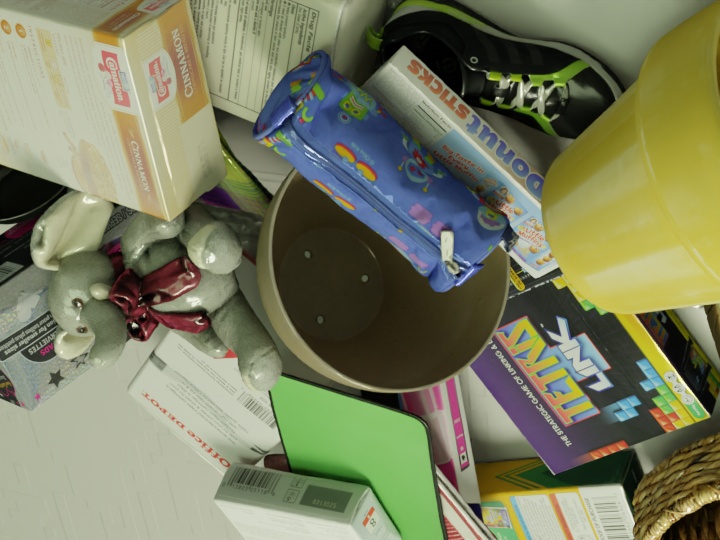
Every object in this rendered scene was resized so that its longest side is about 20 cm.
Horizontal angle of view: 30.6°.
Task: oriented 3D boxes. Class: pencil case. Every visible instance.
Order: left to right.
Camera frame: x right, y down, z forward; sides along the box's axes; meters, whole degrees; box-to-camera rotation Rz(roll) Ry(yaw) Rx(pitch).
[{"bbox_3d":[0.017,-0.065,0.935,0.200,0.087,0.078,40,113,-14],"label":"pencil case"}]

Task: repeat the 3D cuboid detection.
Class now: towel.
[{"bbox_3d":[-0.161,-0.106,1.105,0.199,0.023,0.144,15,154,44],"label":"towel"},{"bbox_3d":[0.017,0.211,1.204,0.199,0.023,0.144,-14,122,45],"label":"towel"}]

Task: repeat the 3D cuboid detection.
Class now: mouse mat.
[{"bbox_3d":[-0.002,0.169,1.149,0.160,0.008,0.201,15,139,24],"label":"mouse mat"}]

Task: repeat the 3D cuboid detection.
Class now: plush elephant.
[{"bbox_3d":[-0.180,0.015,1.052,0.200,0.154,0.165,49,161,42],"label":"plush elephant"}]

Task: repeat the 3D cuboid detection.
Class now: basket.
[{"bbox_3d":[0.313,0.222,1.044,0.142,0.150,0.200,34,135,-23],"label":"basket"}]

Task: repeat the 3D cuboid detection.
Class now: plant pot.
[{"bbox_3d":[0.000,0.000,1.038,0.200,0.200,0.134,48,157,-9],"label":"plant pot"},{"bbox_3d":[0.232,-0.059,0.892,0.201,0.201,0.188,49,140,-10],"label":"plant pot"}]

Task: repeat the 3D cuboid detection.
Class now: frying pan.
[{"bbox_3d":[-0.276,-0.091,1.209,0.188,0.116,0.031,-13,135,6],"label":"frying pan"}]

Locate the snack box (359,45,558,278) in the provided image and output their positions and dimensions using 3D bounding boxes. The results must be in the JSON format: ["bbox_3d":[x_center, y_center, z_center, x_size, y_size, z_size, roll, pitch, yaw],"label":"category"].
[{"bbox_3d":[0.083,-0.076,0.971,0.200,0.024,0.072,42,148,-9],"label":"snack box"}]

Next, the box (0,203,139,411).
[{"bbox_3d":[-0.265,0.017,1.177,0.132,0.200,0.115,9,131,51],"label":"box"}]

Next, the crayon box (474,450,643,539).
[{"bbox_3d":[0.174,0.237,1.214,0.199,0.052,0.126,-10,116,32],"label":"crayon box"}]

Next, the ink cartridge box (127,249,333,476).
[{"bbox_3d":[-0.116,0.093,1.228,0.144,0.084,0.200,40,140,-2],"label":"ink cartridge box"}]

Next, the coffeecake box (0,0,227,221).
[{"bbox_3d":[-0.210,-0.141,0.996,0.199,0.073,0.154,19,134,31],"label":"coffeecake box"}]

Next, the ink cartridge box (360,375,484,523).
[{"bbox_3d":[0.052,0.148,1.188,0.094,0.037,0.202,-1,107,39],"label":"ink cartridge box"}]

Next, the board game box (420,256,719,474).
[{"bbox_3d":[0.173,0.058,1.088,0.165,0.057,0.200,-30,104,38],"label":"board game box"}]

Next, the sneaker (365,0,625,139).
[{"bbox_3d":[0.097,-0.137,0.974,0.199,0.083,0.072,23,130,12],"label":"sneaker"}]

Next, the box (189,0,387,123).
[{"bbox_3d":[-0.089,-0.204,1.009,0.199,0.109,0.129,23,131,11],"label":"box"}]

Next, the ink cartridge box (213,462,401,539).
[{"bbox_3d":[-0.026,0.264,1.241,0.161,0.050,0.200,4,142,34],"label":"ink cartridge box"}]

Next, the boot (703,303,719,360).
[{"bbox_3d":[0.344,0.047,0.971,0.153,0.072,0.202,-18,77,9],"label":"boot"}]
